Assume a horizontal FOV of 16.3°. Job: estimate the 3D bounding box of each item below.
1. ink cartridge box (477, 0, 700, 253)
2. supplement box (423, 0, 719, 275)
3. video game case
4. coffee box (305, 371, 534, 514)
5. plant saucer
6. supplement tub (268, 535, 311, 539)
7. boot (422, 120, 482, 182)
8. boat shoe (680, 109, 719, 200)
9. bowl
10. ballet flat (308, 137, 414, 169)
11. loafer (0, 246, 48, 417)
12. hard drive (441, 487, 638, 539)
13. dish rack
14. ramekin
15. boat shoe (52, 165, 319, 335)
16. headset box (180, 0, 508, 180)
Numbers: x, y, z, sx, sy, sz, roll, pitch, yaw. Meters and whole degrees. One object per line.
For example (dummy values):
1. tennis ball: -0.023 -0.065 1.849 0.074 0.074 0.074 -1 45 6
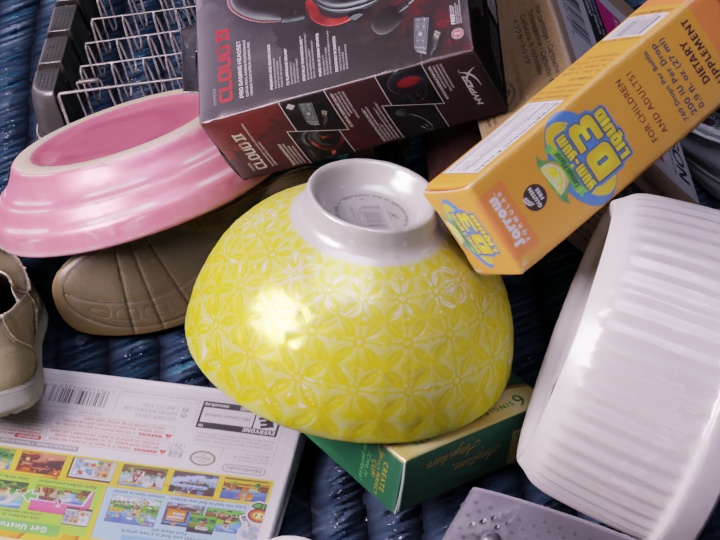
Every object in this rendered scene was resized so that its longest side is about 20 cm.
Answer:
1. ink cartridge box: 0.134 -0.116 1.609 0.075 0.165 0.201 -31 52 22
2. supplement box: 0.135 -0.081 1.448 0.200 0.067 0.069 -40 15 -14
3. video game case: -0.143 0.136 1.493 0.198 0.023 0.183 6 43 9
4. coffee box: 0.006 0.060 1.531 0.122 0.044 0.200 -18 43 -35
5. plant saucer: -0.148 -0.070 1.636 0.199 0.051 0.201 -16 18 5
6. supplement tub: -0.076 0.243 1.280 0.199 0.145 0.144 -31 49 -28
7. boot: 0.048 -0.123 1.625 0.072 0.167 0.200 -26 11 14
8. boat shoe: 0.219 -0.121 1.711 0.070 0.072 0.201 -28 47 -24
9. bowl: 0.000 0.000 1.482 0.199 0.108 0.201 6 34 -4
10. ballet flat: 0.008 -0.066 1.673 0.068 0.068 0.201 12 42 -38
11. loafer: -0.233 0.021 1.566 0.075 0.070 0.200 -13 26 -10
12. hard drive: 0.122 0.207 1.365 0.199 0.042 0.135 20 59 23
13. dish rack: -0.132 -0.161 1.770 0.198 0.055 0.154 -7 42 12
14. ramekin: 0.163 0.052 1.416 0.104 0.201 0.201 20 45 0
15. boat shoe: -0.103 -0.015 1.627 0.200 0.072 0.066 -23 13 -2
16. headset box: -0.018 -0.152 1.553 0.199 0.075 0.150 -13 58 16
